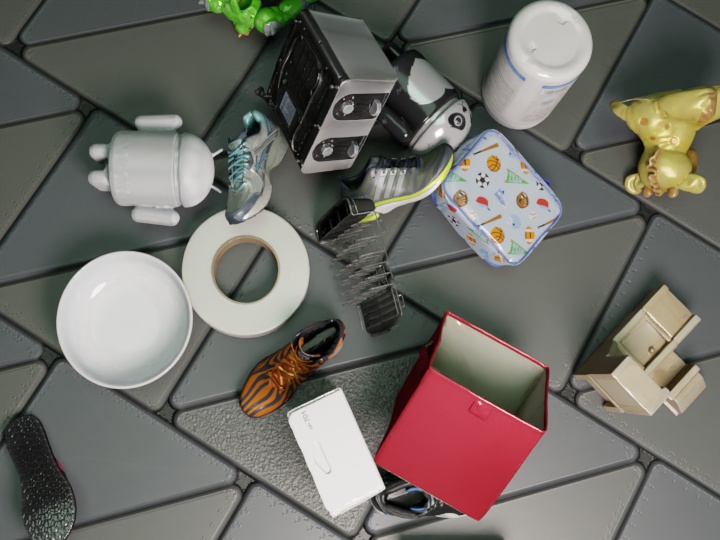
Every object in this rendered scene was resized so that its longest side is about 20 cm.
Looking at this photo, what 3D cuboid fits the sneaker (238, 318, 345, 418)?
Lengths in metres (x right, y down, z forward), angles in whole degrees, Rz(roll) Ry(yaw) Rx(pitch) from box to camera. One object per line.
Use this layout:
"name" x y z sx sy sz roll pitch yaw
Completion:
"sneaker" -0.104 0.136 1.191 0.078 0.112 0.200 45 79 5

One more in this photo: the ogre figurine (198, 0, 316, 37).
"ogre figurine" -0.179 -0.451 1.309 0.198 0.098 0.121 32 66 -9

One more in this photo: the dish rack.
"dish rack" 0.000 0.000 1.211 0.054 0.153 0.203 -11 81 -23

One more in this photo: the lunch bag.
"lunch bag" 0.217 -0.112 1.267 0.200 0.075 0.161 46 74 -12

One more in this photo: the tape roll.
"tape roll" -0.177 0.001 1.250 0.199 0.037 0.206 1 80 -4

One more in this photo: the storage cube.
"storage cube" 0.146 0.203 1.133 0.198 0.171 0.181 29 117 1

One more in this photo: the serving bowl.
"serving bowl" -0.347 0.077 1.206 0.197 0.066 0.204 1 78 -4

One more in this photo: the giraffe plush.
"giraffe plush" 0.502 -0.205 1.298 0.197 0.172 0.165 -12 101 -17

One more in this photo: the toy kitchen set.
"toy kitchen set" 0.465 0.144 1.200 0.200 0.180 0.163 -45 86 -7

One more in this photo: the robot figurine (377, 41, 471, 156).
"robot figurine" 0.087 -0.267 1.278 0.150 0.125 0.200 -43 85 -4

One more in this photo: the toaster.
"toaster" -0.053 -0.274 1.215 0.117 0.182 0.202 -5 53 -35

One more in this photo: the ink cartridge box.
"ink cartridge box" -0.036 0.250 1.129 0.085 0.200 0.148 -23 82 -8

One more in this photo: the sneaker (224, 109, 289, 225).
"sneaker" -0.178 -0.160 1.228 0.077 0.086 0.202 -11 48 31

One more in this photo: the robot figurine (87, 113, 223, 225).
"robot figurine" -0.310 -0.154 1.230 0.196 0.113 0.173 0 89 -4

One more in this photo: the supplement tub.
"supplement tub" 0.272 -0.318 1.265 0.130 0.200 0.134 1 79 -5

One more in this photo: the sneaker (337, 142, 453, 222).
"sneaker" 0.051 -0.144 1.232 0.198 0.074 0.081 -27 123 18

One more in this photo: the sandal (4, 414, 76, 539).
"sandal" -0.461 0.306 1.170 0.074 0.045 0.202 -21 67 -14

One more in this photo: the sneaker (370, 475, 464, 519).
"sneaker" 0.115 0.331 1.171 0.197 0.112 0.074 -5 80 -6
